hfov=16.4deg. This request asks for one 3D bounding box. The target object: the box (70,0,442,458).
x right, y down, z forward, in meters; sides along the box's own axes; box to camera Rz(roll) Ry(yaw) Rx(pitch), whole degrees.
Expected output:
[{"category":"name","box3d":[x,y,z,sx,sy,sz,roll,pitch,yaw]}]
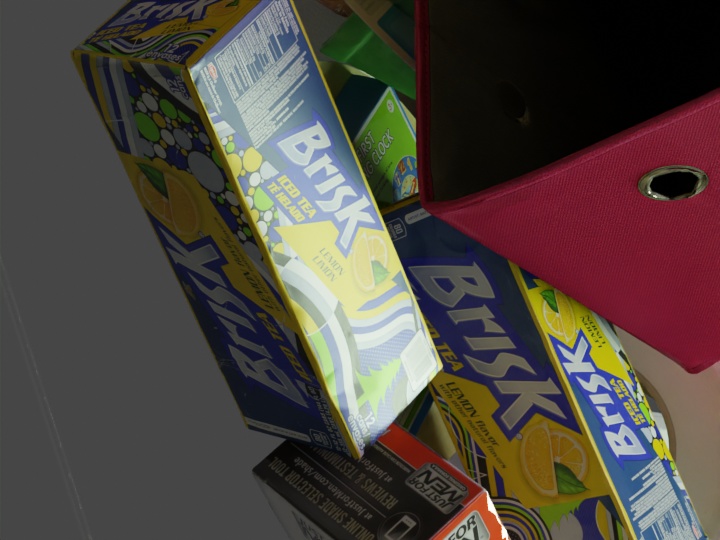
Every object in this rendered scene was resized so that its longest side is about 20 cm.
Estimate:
[{"category":"box","box3d":[-0.038,-0.022,1.012,0.064,0.070,0.200,-45,129,-31]}]

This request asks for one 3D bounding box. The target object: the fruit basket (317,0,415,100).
[{"category":"fruit basket","box3d":[0.000,-0.181,1.199,0.200,0.094,0.185,49,25,-6]}]

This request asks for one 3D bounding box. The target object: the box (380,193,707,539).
[{"category":"box","box3d":[0.079,0.052,1.134,0.064,0.070,0.200,-27,94,-58]}]

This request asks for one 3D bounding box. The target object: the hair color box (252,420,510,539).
[{"category":"hair color box","box3d":[0.035,0.153,1.104,0.101,0.061,0.200,35,-20,44]}]

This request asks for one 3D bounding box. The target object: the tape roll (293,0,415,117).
[{"category":"tape roll","box3d":[0.006,-0.119,1.351,0.203,0.037,0.203,-13,90,-74]}]

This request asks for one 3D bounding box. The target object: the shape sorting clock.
[{"category":"shape sorting clock","box3d":[0.000,0.000,1.168,0.200,0.039,0.201,26,59,-53]}]

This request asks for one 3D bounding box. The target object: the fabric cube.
[{"category":"fabric cube","box3d":[0.158,-0.098,1.078,0.199,0.196,0.200,31,49,-41]}]

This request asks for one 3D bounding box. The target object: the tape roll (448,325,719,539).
[{"category":"tape roll","box3d":[0.114,0.098,1.250,0.071,0.202,0.203,39,40,-66]}]

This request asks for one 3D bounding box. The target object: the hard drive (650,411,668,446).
[{"category":"hard drive","box3d":[0.117,0.133,1.394,0.026,0.132,0.200,41,8,16]}]
